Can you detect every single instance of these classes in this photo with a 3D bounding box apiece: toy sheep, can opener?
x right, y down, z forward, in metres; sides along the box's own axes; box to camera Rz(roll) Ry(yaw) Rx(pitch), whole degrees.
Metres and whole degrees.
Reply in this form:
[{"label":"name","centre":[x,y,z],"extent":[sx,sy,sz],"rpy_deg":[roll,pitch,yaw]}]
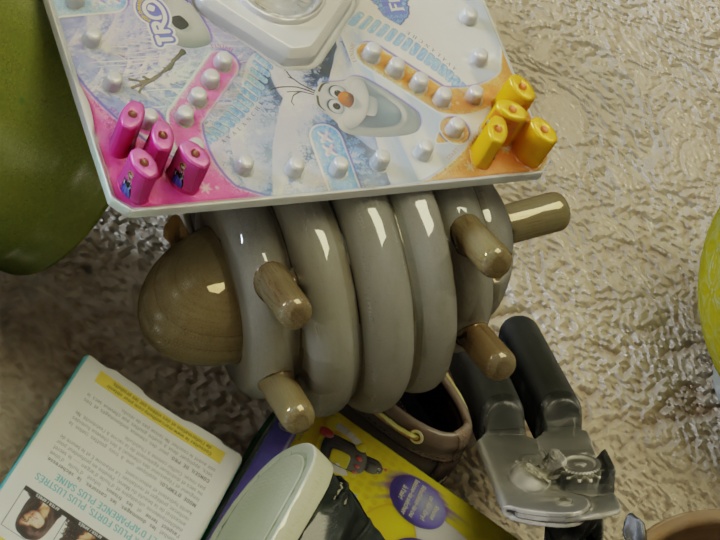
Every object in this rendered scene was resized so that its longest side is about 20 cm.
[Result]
[{"label":"toy sheep","centre":[0.000,0.000,0.969],"extent":[0.199,0.138,0.138],"rpy_deg":[-10,56,-18]},{"label":"can opener","centre":[0.076,0.085,1.047],"extent":[0.053,0.067,0.200],"rpy_deg":[-1,20,-6]}]

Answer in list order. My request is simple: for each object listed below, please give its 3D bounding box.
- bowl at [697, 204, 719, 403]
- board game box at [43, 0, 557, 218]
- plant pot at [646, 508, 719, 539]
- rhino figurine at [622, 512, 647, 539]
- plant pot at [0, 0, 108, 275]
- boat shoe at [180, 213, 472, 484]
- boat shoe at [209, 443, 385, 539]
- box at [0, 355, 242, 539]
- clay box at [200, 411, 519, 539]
[{"label":"bowl","centre":[0.252,0.042,1.210],"extent":[0.199,0.108,0.201],"rpy_deg":[21,42,-20]},{"label":"board game box","centre":[-0.034,-0.120,0.938],"extent":[0.199,0.026,0.201],"rpy_deg":[-6,62,-27]},{"label":"plant pot","centre":[0.169,0.214,0.996],"extent":[0.200,0.093,0.202],"rpy_deg":[22,42,-20]},{"label":"rhino figurine","centre":[0.158,0.160,0.919],"extent":[0.199,0.060,0.088],"rpy_deg":[29,21,-10]},{"label":"plant pot","centre":[-0.198,-0.089,0.948],"extent":[0.192,0.200,0.201],"rpy_deg":[24,40,-34]},{"label":"boat shoe","centre":[-0.017,0.019,1.065],"extent":[0.072,0.060,0.201],"rpy_deg":[-14,62,-44]},{"label":"boat shoe","centre":[-0.050,0.165,0.872],"extent":[0.066,0.074,0.200],"rpy_deg":[42,56,-20]},{"label":"box","centre":[-0.122,0.127,0.891],"extent":[0.082,0.049,0.200],"rpy_deg":[33,40,-4]},{"label":"clay box","centre":[0.025,0.150,0.983],"extent":[0.199,0.048,0.115],"rpy_deg":[34,40,-4]}]
